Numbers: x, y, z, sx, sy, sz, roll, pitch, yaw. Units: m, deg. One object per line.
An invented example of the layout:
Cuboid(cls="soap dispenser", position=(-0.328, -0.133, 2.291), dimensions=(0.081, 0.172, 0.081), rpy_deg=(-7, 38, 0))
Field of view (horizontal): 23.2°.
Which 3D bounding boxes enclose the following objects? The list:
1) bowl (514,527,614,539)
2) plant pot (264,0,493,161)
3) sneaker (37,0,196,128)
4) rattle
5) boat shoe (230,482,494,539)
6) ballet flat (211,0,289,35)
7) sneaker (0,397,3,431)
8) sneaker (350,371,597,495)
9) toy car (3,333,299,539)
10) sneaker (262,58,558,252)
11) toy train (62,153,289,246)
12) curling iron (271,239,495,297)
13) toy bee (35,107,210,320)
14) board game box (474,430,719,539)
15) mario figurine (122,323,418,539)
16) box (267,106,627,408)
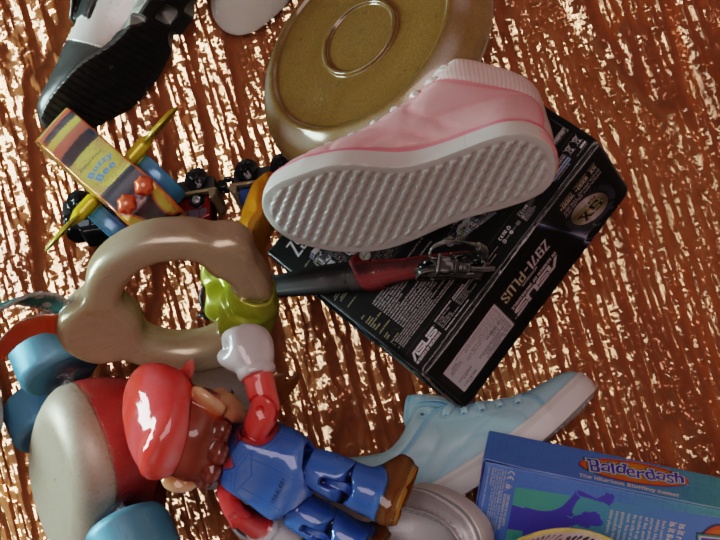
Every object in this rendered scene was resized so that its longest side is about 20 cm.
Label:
Cuboid(cls="bowl", position=(0.106, 0.268, 1.144), dimensions=(0.199, 0.094, 0.204), rpy_deg=(3, 84, -28))
Cuboid(cls="plant pot", position=(0.005, -0.163, 1.267), dimensions=(0.198, 0.027, 0.202), rpy_deg=(-20, 52, 28))
Cuboid(cls="sneaker", position=(-0.184, -0.195, 1.336), dimensions=(0.200, 0.074, 0.089), rpy_deg=(-49, 56, 6))
Cuboid(cls="rattle", position=(-0.156, -0.006, 1.182), dimensions=(0.198, 0.130, 0.144), rpy_deg=(-13, 58, 12))
Cuboid(cls="boat shoe", position=(-0.004, 0.178, 1.205), dimensions=(0.198, 0.068, 0.073), rpy_deg=(12, 105, 35))
Cuboid(cls="ballet flat", position=(-0.050, -0.270, 1.326), dimensions=(0.069, 0.069, 0.201), rpy_deg=(39, 89, 11))
Cuboid(cls="sneaker", position=(-0.328, 0.063, 1.310), dimensions=(0.077, 0.099, 0.202), rpy_deg=(7, 55, -34))
Cuboid(cls="sneaker", position=(0.071, 0.114, 1.251), dimensions=(0.199, 0.074, 0.082), rpy_deg=(-32, 84, 2))
Cuboid(cls="toy car", position=(-0.132, 0.126, 1.257), dimensions=(0.198, 0.177, 0.186), rpy_deg=(-17, 64, -23))
Cuboid(cls="sneaker", position=(0.034, -0.079, 1.169), dimensions=(0.198, 0.076, 0.105), rpy_deg=(-13, 38, 14))
Cuboid(cls="toy train", position=(-0.128, -0.050, 1.316), dimensions=(0.197, 0.034, 0.046), rpy_deg=(-10, 63, 6))
Cuboid(cls="curling iron", position=(0.000, 0.000, 1.182), dimensions=(0.198, 0.049, 0.026), rpy_deg=(-6, 78, 33))
Cuboid(cls="toy bee", position=(-0.160, -0.060, 1.253), dimensions=(0.198, 0.109, 0.132), rpy_deg=(19, 77, 14))
Cuboid(cls="board game box", position=(0.170, 0.204, 1.201), dimensions=(0.197, 0.045, 0.154), rpy_deg=(12, 114, 6))
Cuboid(cls="mario figurine", position=(-0.061, 0.113, 1.146), dimensions=(0.198, 0.106, 0.124), rpy_deg=(26, 77, 3))
Cuboid(cls="box", position=(0.062, -0.035, 1.243), dimensions=(0.163, 0.086, 0.201), rpy_deg=(36, 87, 31))
